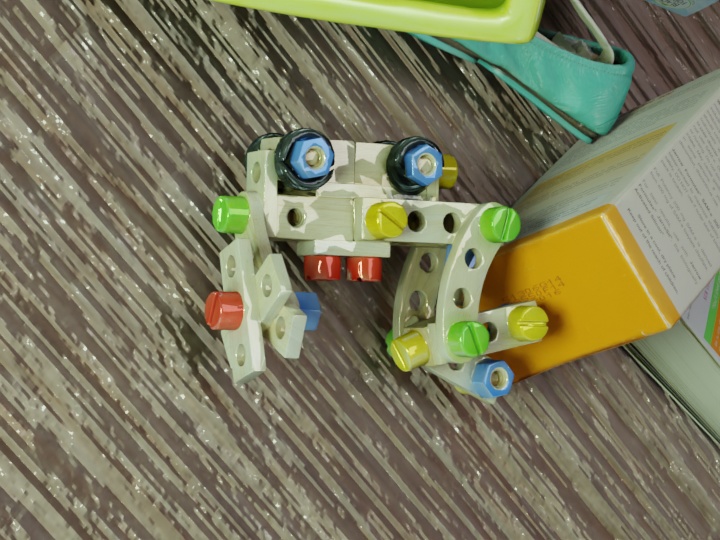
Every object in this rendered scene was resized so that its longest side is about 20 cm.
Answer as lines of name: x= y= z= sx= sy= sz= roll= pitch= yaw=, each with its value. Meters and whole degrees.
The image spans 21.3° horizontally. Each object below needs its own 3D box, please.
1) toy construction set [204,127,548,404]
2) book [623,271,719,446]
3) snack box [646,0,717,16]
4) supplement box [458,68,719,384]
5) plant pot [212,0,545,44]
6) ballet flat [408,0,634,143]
toy construction set: x=0.000 y=0.000 z=0.921 sx=0.199 sy=0.092 sz=0.132 roll=2 pitch=88 yaw=-43
book: x=0.246 y=0.049 z=1.172 sx=0.200 sy=0.048 sz=0.134 roll=46 pitch=46 yaw=-25
snack box: x=0.140 y=-0.263 z=1.074 sx=0.168 sy=0.068 sz=0.201 roll=14 pitch=62 yaw=-39
supplement box: x=0.146 y=-0.028 z=1.044 sx=0.074 sy=0.126 sz=0.200 roll=57 pitch=45 yaw=-9
plant pot: x=0.010 y=-0.235 z=0.891 sx=0.182 sy=0.199 sz=0.200 roll=-62 pitch=161 yaw=-63
ballet flat: x=0.075 y=-0.140 z=1.049 sx=0.200 sy=0.067 sz=0.071 roll=26 pitch=101 yaw=-33
